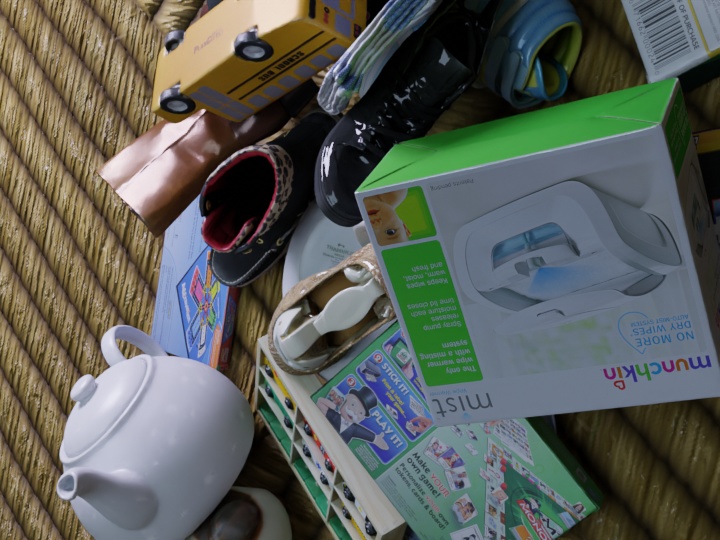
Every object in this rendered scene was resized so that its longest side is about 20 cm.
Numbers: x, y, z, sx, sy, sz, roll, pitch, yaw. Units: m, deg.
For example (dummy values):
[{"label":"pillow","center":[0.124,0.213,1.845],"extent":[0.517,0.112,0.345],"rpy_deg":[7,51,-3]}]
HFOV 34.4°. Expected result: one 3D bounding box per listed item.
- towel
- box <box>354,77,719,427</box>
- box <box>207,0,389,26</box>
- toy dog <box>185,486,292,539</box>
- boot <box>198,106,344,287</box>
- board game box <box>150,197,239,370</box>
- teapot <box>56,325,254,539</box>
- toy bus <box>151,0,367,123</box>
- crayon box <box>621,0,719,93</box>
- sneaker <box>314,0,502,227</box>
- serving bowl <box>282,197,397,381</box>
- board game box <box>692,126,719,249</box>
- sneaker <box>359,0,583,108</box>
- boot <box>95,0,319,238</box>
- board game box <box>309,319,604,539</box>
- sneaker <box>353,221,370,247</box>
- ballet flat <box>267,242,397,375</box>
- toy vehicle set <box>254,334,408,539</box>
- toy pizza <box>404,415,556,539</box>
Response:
[{"label":"towel","center":[0.042,-0.192,0.820],"extent":[0.024,0.147,0.201],"rpy_deg":[41,87,-5]},{"label":"box","center":[0.123,-0.006,0.746],"extent":[0.197,0.097,0.179],"rpy_deg":[-9,111,26]},{"label":"box","center":[-0.016,-0.284,0.955],"extent":[0.198,0.147,0.127],"rpy_deg":[-17,77,37]},{"label":"toy dog","center":[-0.107,0.294,1.028],"extent":[0.191,0.139,0.204],"rpy_deg":[-10,83,25]},{"label":"boot","center":[-0.095,-0.049,1.007],"extent":[0.073,0.150,0.200],"rpy_deg":[44,116,3]},{"label":"board game box","center":[-0.156,-0.013,1.144],"extent":[0.102,0.019,0.204],"rpy_deg":[14,98,39]},{"label":"teapot","center":[-0.200,0.145,1.048],"extent":[0.199,0.146,0.198],"rpy_deg":[-10,40,58]},{"label":"toy bus","center":[-0.088,-0.177,0.931],"extent":[0.199,0.078,0.066],"rpy_deg":[-24,57,44]},{"label":"crayon box","center":[0.272,-0.221,0.787],"extent":[0.198,0.050,0.129],"rpy_deg":[-26,74,36]},{"label":"sneaker","center":[0.038,-0.128,0.825],"extent":[0.201,0.060,0.104],"rpy_deg":[-61,13,-28]},{"label":"serving bowl","center":[0.000,0.000,0.964],"extent":[0.198,0.065,0.204],"rpy_deg":[-15,68,42]},{"label":"board game box","center":[0.263,-0.013,0.786],"extent":[0.198,0.056,0.169],"rpy_deg":[-9,83,38]},{"label":"sneaker","center":[0.088,-0.159,0.915],"extent":[0.200,0.079,0.132],"rpy_deg":[-42,63,31]},{"label":"boot","center":[-0.155,-0.143,1.058],"extent":[0.200,0.069,0.189],"rpy_deg":[-41,57,-1]},{"label":"board game box","center":[0.071,0.133,0.884],"extent":[0.134,0.029,0.201],"rpy_deg":[-41,83,23]},{"label":"sneaker","center":[0.094,-0.056,0.877],"extent":[0.196,0.075,0.086],"rpy_deg":[6,64,0]},{"label":"ballet flat","center":[-0.026,0.034,0.883],"extent":[0.071,0.065,0.200],"rpy_deg":[51,132,3]},{"label":"toy vehicle set","center":[-0.031,0.160,0.992],"extent":[0.201,0.026,0.125],"rpy_deg":[54,156,26]},{"label":"toy pizza","center":[0.077,0.131,0.948],"extent":[0.198,0.031,0.204],"rpy_deg":[0,90,39]}]
